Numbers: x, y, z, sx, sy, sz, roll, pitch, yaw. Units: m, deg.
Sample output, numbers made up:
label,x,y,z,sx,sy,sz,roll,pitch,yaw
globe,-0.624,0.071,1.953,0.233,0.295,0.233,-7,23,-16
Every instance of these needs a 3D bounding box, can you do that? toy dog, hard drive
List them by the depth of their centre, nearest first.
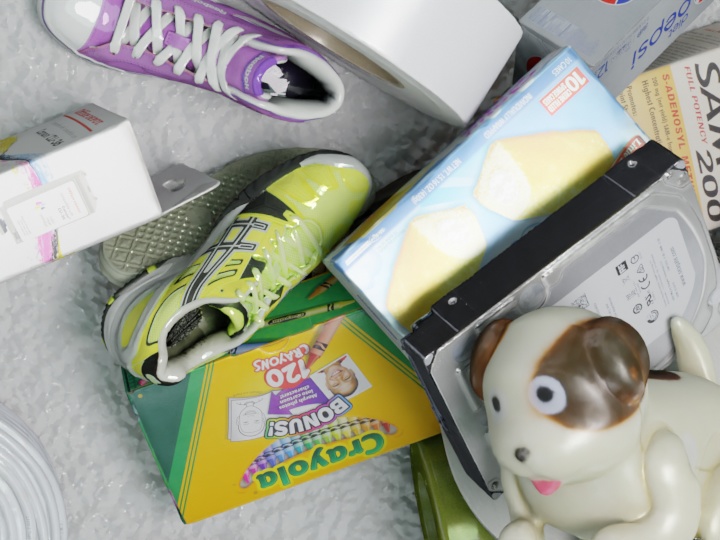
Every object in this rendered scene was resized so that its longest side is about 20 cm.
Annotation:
label,x,y,z,sx,sy,sz,roll,pitch,yaw
toy dog,0.149,0.096,1.154,0.200,0.139,0.194,38,71,-42
hard drive,0.129,0.032,1.217,0.200,0.038,0.140,-36,132,-11

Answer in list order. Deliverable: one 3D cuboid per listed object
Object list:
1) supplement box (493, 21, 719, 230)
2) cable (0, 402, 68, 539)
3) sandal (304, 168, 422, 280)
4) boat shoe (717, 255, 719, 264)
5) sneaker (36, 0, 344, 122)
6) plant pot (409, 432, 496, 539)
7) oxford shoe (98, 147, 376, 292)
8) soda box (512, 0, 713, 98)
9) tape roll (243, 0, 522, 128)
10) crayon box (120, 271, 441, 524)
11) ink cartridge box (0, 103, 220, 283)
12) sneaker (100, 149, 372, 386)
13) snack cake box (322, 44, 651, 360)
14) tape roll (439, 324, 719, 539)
label,x,y,z,sx,sy,sz,roll,pitch,yaw
supplement box,0.207,-0.088,1.413,0.199,0.074,0.126,-20,107,-14
cable,-0.289,0.168,1.297,0.200,0.069,0.200,-31,109,-11
sandal,0.000,0.000,1.370,0.200,0.055,0.082,-31,109,-11
boat shoe,0.165,-0.047,1.328,0.200,0.073,0.063,27,100,-12
sneaker,-0.102,-0.146,1.276,0.200,0.114,0.073,15,97,-19
plant pot,0.139,0.156,1.387,0.192,0.200,0.201,-12,104,-6
oxford shoe,-0.082,-0.027,1.339,0.199,0.075,0.058,-23,147,-21
soda box,0.187,-0.187,1.349,0.200,0.063,0.068,-45,156,-25
tape roll,-0.001,-0.171,1.259,0.202,0.202,0.071,32,90,-21
crayon box,-0.046,0.077,1.333,0.199,0.058,0.119,-20,124,-2
ink cartridge box,-0.199,-0.050,1.260,0.199,0.116,0.068,-23,107,-14
sneaker,-0.067,0.005,1.267,0.200,0.076,0.075,-41,127,-4
snack cake box,0.088,-0.030,1.255,0.200,0.067,0.115,-43,96,-6
tape roll,0.152,0.098,1.296,0.202,0.037,0.204,-2,75,8
